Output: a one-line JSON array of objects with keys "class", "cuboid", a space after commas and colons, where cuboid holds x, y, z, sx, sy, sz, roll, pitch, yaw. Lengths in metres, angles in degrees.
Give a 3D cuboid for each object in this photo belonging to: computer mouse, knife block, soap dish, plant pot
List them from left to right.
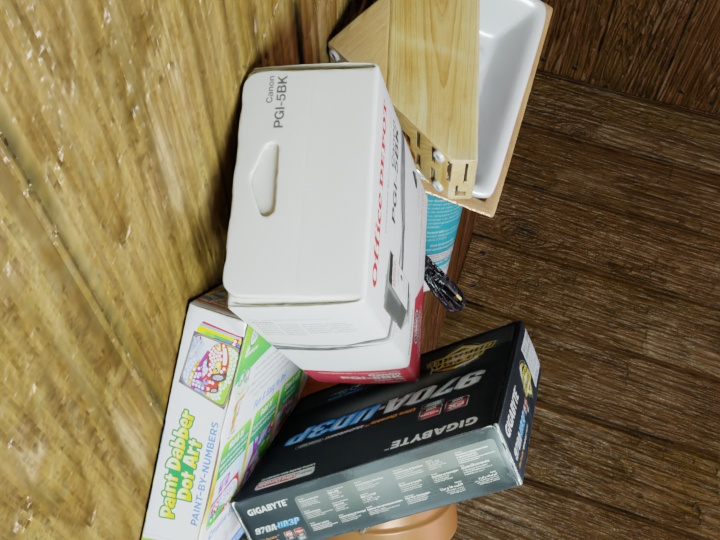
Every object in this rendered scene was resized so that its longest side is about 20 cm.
[{"class": "plant pot", "cuboid": [0.028, 0.268, 1.240, 0.200, 0.197, 0.143, -47, 136, -70]}, {"class": "computer mouse", "cuboid": [0.036, -0.026, 0.839, 0.034, 0.199, 0.059, -36, -142, 21]}, {"class": "soap dish", "cuboid": [0.068, -0.164, 0.832, 0.081, 0.155, 0.203, 148, -40, -78]}, {"class": "knife block", "cuboid": [0.069, -0.181, 0.734, 0.175, 0.200, 0.064, -41, 162, -11]}]

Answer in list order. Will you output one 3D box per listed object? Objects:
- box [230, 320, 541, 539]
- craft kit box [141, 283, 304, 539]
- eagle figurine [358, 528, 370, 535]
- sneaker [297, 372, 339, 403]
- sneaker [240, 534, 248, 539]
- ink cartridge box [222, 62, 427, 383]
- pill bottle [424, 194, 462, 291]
[{"class": "box", "cuboid": [0.025, 0.115, 0.667, 0.047, 0.198, 0.159, 63, 23, -12]}, {"class": "craft kit box", "cuboid": [-0.085, 0.099, 0.671, 0.200, 0.048, 0.200, -40, 147, -74]}, {"class": "eagle figurine", "cuboid": [0.022, 0.165, 0.865, 0.200, 0.148, 0.154, 44, 46, -66]}, {"class": "sneaker", "cuboid": [-0.037, 0.122, 0.843, 0.201, 0.076, 0.074, 120, -11, -56]}, {"class": "sneaker", "cuboid": [-0.079, 0.289, 0.919, 0.200, 0.077, 0.087, -43, 149, -74]}, {"class": "ink cartridge box", "cuboid": [-0.011, -0.019, 0.610, 0.200, 0.081, 0.149, 56, 36, -69]}, {"class": "pill bottle", "cuboid": [0.056, -0.087, 0.986, 0.111, 0.109, 0.203, -58, 162, -59]}]
